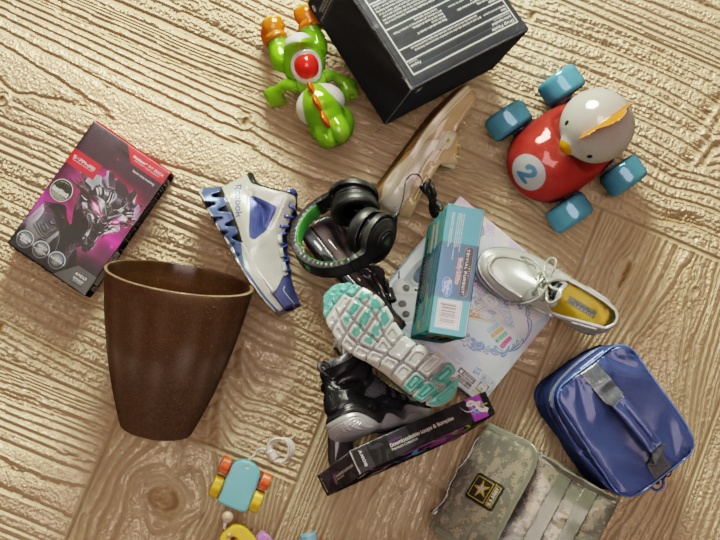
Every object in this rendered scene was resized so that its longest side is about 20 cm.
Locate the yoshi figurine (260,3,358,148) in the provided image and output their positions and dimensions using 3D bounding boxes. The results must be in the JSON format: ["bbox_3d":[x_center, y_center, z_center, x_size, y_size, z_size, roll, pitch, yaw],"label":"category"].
[{"bbox_3d":[-0.063,-0.245,1.520,0.112,0.112,0.201,-3,66,-44],"label":"yoshi figurine"}]

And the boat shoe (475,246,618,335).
[{"bbox_3d":[0.243,0.026,1.467,0.201,0.086,0.075,29,83,-2],"label":"boat shoe"}]

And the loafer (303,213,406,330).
[{"bbox_3d":[0.000,0.000,1.477,0.063,0.072,0.200,-38,65,-8],"label":"loafer"}]

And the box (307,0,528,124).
[{"bbox_3d":[0.072,-0.330,1.481,0.200,0.123,0.199,-30,83,-23],"label":"box"}]

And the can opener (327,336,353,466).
[{"bbox_3d":[-0.009,0.159,1.496,0.067,0.053,0.201,0,86,-4],"label":"can opener"}]

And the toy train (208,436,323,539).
[{"bbox_3d":[-0.116,0.320,1.476,0.150,0.056,0.201,-17,90,-7],"label":"toy train"}]

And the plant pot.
[{"bbox_3d":[-0.243,0.105,1.432,0.186,0.187,0.201,10,99,-4],"label":"plant pot"}]

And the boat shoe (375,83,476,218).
[{"bbox_3d":[0.098,-0.157,1.526,0.069,0.074,0.200,38,88,-8],"label":"boat shoe"}]

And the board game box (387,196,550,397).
[{"bbox_3d":[0.145,0.041,1.522,0.200,0.043,0.199,40,84,0],"label":"board game box"}]

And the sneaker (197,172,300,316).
[{"bbox_3d":[-0.117,-0.048,1.491,0.115,0.081,0.200,-31,87,-4],"label":"sneaker"}]

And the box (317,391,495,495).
[{"bbox_3d":[0.056,0.219,1.423,0.199,0.143,0.036,-18,76,-24],"label":"box"}]

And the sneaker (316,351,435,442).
[{"bbox_3d":[0.019,0.152,1.448,0.075,0.200,0.114,-28,72,33],"label":"sneaker"}]

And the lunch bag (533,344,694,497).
[{"bbox_3d":[0.333,0.201,1.480,0.136,0.132,0.200,-36,88,-6],"label":"lunch bag"}]

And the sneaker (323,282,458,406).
[{"bbox_3d":[0.030,0.098,1.395,0.200,0.091,0.078,44,79,10],"label":"sneaker"}]

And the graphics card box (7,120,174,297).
[{"bbox_3d":[-0.352,-0.080,1.490,0.125,0.051,0.200,35,84,-1],"label":"graphics card box"}]

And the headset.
[{"bbox_3d":[0.009,-0.058,1.458,0.199,0.094,0.124,-29,50,-2],"label":"headset"}]

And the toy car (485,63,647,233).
[{"bbox_3d":[0.284,-0.172,1.473,0.177,0.200,0.185,-33,88,-6],"label":"toy car"}]

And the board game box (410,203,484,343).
[{"bbox_3d":[0.105,0.010,1.400,0.047,0.200,0.152,9,84,-2],"label":"board game box"}]

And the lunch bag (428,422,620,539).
[{"bbox_3d":[0.205,0.313,1.470,0.200,0.118,0.164,30,81,4],"label":"lunch bag"}]
